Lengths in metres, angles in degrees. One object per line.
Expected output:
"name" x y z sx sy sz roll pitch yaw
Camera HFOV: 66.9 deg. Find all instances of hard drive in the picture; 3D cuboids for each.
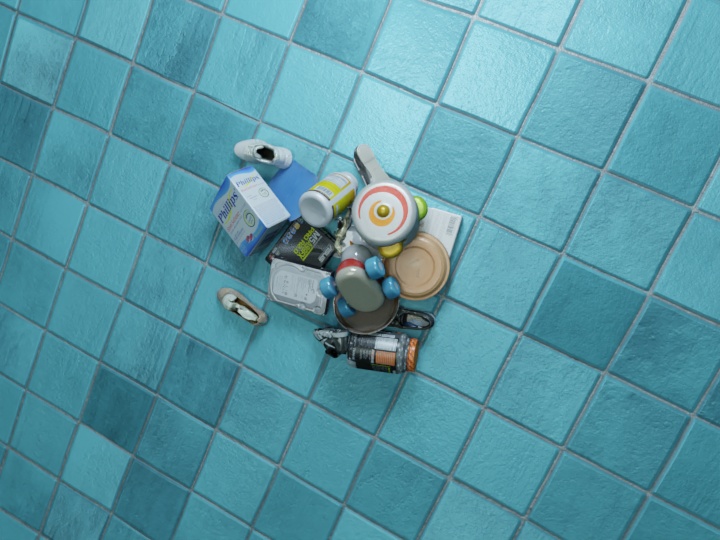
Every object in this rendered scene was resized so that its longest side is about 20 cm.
"hard drive" -0.185 0.046 1.661 0.199 0.038 0.140 15 105 15

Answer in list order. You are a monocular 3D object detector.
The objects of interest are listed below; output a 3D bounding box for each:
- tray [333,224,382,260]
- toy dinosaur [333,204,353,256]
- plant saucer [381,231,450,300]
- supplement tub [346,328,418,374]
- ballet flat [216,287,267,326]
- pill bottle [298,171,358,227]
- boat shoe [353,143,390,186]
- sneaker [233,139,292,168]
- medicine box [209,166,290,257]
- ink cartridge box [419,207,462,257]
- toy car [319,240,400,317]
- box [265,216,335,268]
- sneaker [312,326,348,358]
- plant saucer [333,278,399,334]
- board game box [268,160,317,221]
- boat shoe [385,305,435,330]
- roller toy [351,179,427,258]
"tray" 0.020 -0.075 1.654 0.199 0.022 0.108 13 97 13
"toy dinosaur" -0.043 -0.140 1.576 0.047 0.088 0.201 18 61 6
"plant saucer" 0.158 -0.012 1.573 0.199 0.032 0.201 1 95 14
"supplement tub" 0.067 0.240 1.617 0.199 0.122 0.123 6 96 13
"ballet flat" -0.389 0.116 1.751 0.199 0.067 0.068 27 100 11
"pill bottle" -0.085 -0.213 1.572 0.109 0.200 0.110 16 127 23
"boat shoe" 0.038 -0.279 1.622 0.067 0.057 0.201 -27 92 -21
"sneaker" -0.313 -0.366 1.668 0.199 0.099 0.078 12 96 21
"medicine box" -0.339 -0.177 1.654 0.200 0.103 0.182 51 137 5
"ink cartridge box" 0.187 -0.087 1.599 0.175 0.045 0.201 18 99 12
"toy car" 0.000 0.000 1.580 0.184 0.201 0.177 -24 129 22
"box" -0.179 -0.057 1.682 0.160 0.044 0.200 43 111 8
"sneaker" -0.091 0.216 1.630 0.066 0.200 0.091 -5 89 -27
"plant saucer" 0.018 0.099 1.628 0.199 0.032 0.201 -4 63 9
"board game box" -0.200 -0.241 1.669 0.200 0.039 0.158 38 98 35
"boat shoe" 0.124 0.141 1.628 0.199 0.057 0.069 4 96 14
"roller toy" 0.070 -0.148 1.507 0.182 0.140 0.201 30 89 13
